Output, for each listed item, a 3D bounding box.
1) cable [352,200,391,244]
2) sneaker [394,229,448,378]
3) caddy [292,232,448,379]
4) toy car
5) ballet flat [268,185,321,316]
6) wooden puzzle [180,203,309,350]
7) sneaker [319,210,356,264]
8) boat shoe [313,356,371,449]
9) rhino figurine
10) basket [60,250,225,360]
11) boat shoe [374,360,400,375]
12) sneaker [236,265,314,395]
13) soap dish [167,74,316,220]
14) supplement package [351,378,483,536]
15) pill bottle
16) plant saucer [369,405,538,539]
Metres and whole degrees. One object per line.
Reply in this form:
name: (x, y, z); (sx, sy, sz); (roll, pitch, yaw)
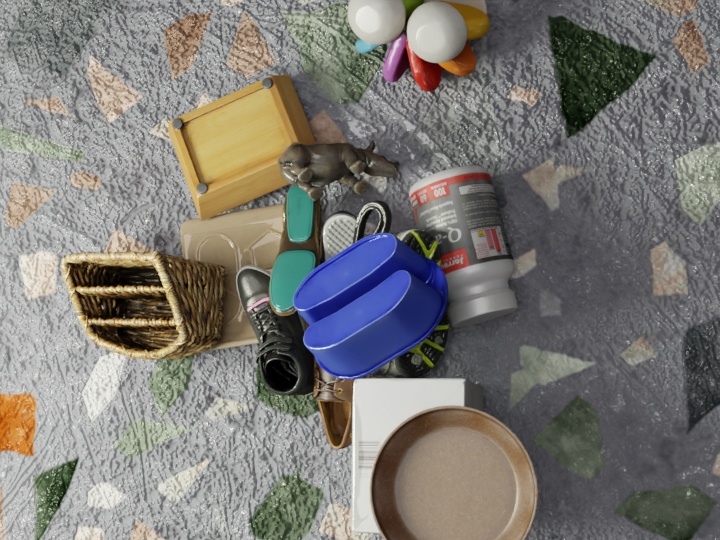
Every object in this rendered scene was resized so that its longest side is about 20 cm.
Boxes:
cable: (0.000, 0.000, 1.538); (0.097, 0.050, 0.201); (16, 102, 36)
sneaker: (0.073, 0.043, 1.529); (0.075, 0.076, 0.201); (0, 97, -17)
caddy: (0.013, 0.048, 1.429); (0.200, 0.105, 0.142); (-32, 46, 15)
toy car: (0.076, -0.331, 1.601); (0.199, 0.175, 0.150); (20, 123, 13)
ballet flat: (-0.084, -0.021, 1.576); (0.068, 0.072, 0.201); (-2, 66, 11)
wooden puzzle: (-0.161, 0.011, 1.649); (0.185, 0.046, 0.201); (-9, 76, 10)
sneaker: (-0.024, 0.014, 1.606); (0.078, 0.079, 0.201); (5, 103, -2)
boat shoe: (-0.028, 0.152, 1.538); (0.072, 0.068, 0.201); (7, 120, 29)
rhino figurine: (-0.025, -0.147, 1.586); (0.087, 0.200, 0.060); (41, 129, 42)
basket: (-0.309, 0.052, 1.589); (0.199, 0.149, 0.143); (1, 84, 32)
boat shoe: (0.050, 0.047, 1.589); (0.065, 0.072, 0.201); (7, 69, -17)
sneaker: (-0.118, 0.083, 1.547); (0.071, 0.099, 0.200); (-28, 87, 12)
soap dish: (-0.171, -0.183, 1.648); (0.199, 0.081, 0.158); (-23, 75, 5)
supplement package: (0.078, 0.239, 1.487); (0.147, 0.200, 0.192); (0, 82, 12)
pill bottle: (0.144, -0.032, 1.553); (0.115, 0.116, 0.201); (-16, 79, 9)
plant saucer: (0.111, 0.262, 1.356); (0.200, 0.037, 0.201); (-1, 83, 11)
